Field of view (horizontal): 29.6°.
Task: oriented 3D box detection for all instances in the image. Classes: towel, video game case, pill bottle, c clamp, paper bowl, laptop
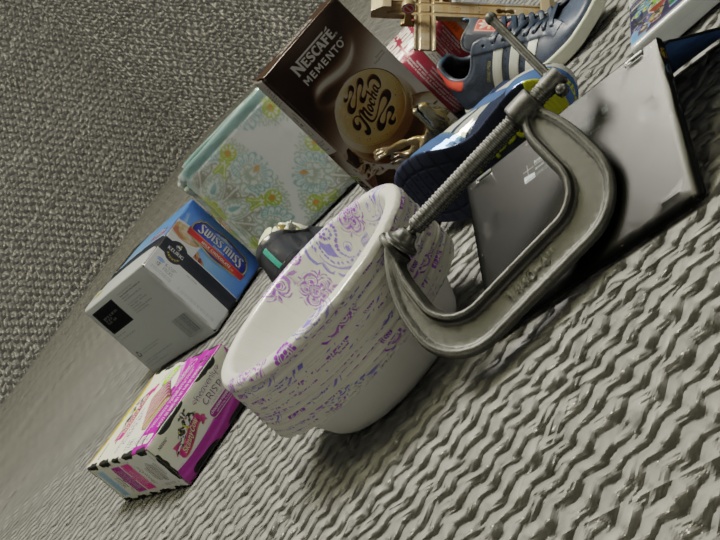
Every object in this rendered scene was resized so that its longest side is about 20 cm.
[{"bbox_3d":[-0.115,-0.124,1.722,0.200,0.171,0.048,-43,11,24],"label":"towel"},{"bbox_3d":[0.300,-0.269,1.112,0.200,0.023,0.183,-41,15,26],"label":"video game case"},{"bbox_3d":[0.060,-0.201,1.505,0.200,0.109,0.110,-45,13,13],"label":"pill bottle"},{"bbox_3d":[0.083,-0.048,0.911,0.201,0.171,0.027,-51,-32,8],"label":"c clamp"},{"bbox_3d":[-0.006,0.041,1.035,0.201,0.104,0.201,-45,13,13],"label":"paper bowl"},{"bbox_3d":[0.179,-0.066,0.953,0.187,0.115,0.202,-38,45,38],"label":"laptop"}]

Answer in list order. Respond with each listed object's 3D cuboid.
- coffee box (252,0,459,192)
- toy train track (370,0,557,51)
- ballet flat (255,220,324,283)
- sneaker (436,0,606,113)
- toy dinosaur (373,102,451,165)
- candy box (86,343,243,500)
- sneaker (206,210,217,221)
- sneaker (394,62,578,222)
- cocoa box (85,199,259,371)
[{"bbox_3d":[0.001,-0.167,1.398,0.113,0.200,0.080,-49,13,-4],"label":"coffee box"},{"bbox_3d":[0.110,-0.277,1.416,0.033,0.197,0.116,94,178,-52],"label":"toy train track"},{"bbox_3d":[-0.067,-0.022,1.391,0.073,0.073,0.200,-46,-2,10],"label":"ballet flat"},{"bbox_3d":[0.150,-0.226,1.337,0.200,0.084,0.075,-36,17,42],"label":"sneaker"},{"bbox_3d":[0.076,-0.111,1.275,0.100,0.059,0.200,-26,-9,18],"label":"toy dinosaur"},{"bbox_3d":[-0.197,0.160,1.415,0.137,0.061,0.200,-56,14,-28],"label":"candy box"},{"bbox_3d":[-0.145,-0.072,1.898,0.074,0.087,0.200,-41,-4,33],"label":"sneaker"},{"bbox_3d":[0.112,-0.109,1.168,0.199,0.074,0.082,-31,15,39],"label":"sneaker"},{"bbox_3d":[-0.252,0.022,1.827,0.199,0.133,0.132,-32,20,51],"label":"cocoa box"}]
